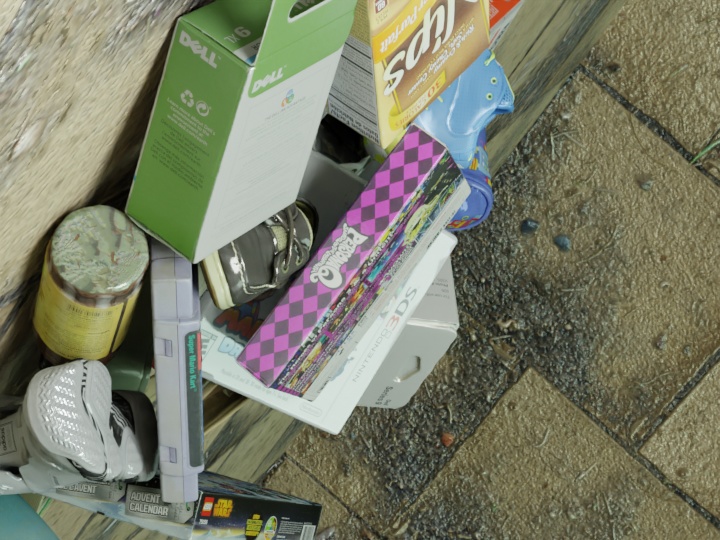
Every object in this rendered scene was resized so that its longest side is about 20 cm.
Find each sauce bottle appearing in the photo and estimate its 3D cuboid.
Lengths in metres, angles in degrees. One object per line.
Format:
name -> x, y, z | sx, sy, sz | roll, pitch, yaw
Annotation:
sauce bottle -> -0.179, 0.027, 1.307 | 0.065, 0.065, 0.200 | -47, 174, -29

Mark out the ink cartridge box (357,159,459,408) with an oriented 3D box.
ink cartridge box -> 0.012, -0.005, 1.714 | 0.146, 0.087, 0.201 | 122, -33, -53

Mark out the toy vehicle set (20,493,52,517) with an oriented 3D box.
toy vehicle set -> -0.207, 0.100, 1.557 | 0.201, 0.026, 0.124 | -59, 180, -31

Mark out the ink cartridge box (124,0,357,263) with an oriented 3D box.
ink cartridge box -> -0.065, -0.112, 1.195 | 0.104, 0.059, 0.201 | -34, 152, -46

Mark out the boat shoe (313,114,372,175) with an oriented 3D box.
boat shoe -> -0.013, -0.105, 1.574 | 0.069, 0.071, 0.200 | -39, -168, 31

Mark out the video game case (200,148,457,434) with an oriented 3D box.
video game case -> -0.034, 0.017, 1.513 | 0.200, 0.024, 0.183 | 28, 95, -48

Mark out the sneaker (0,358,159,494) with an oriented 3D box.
sneaker -> -0.207, 0.107, 1.319 | 0.114, 0.076, 0.200 | -8, 168, 9

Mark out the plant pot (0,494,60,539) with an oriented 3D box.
plant pot -> -0.271, 0.257, 1.440 | 0.200, 0.188, 0.200 | -50, 174, -7

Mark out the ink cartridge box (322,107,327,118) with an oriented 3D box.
ink cartridge box -> -0.045, -0.137, 1.411 | 0.198, 0.047, 0.200 | -47, 172, -17

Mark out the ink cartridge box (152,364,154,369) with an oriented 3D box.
ink cartridge box -> -0.094, -0.004, 1.660 | 0.147, 0.083, 0.200 | -45, 173, -36

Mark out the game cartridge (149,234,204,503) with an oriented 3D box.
game cartridge -> -0.120, 0.041, 1.330 | 0.130, 0.038, 0.201 | -103, -168, -47

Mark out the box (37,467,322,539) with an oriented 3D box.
box -> -0.130, 0.167, 1.492 | 0.200, 0.136, 0.040 | 21, 82, -65

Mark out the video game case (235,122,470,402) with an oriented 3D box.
video game case -> 0.000, 0.000, 1.425 | 0.201, 0.036, 0.181 | -53, 170, 0

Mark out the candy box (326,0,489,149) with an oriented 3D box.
candy box -> 0.027, -0.184, 1.288 | 0.115, 0.055, 0.201 | -44, 153, -23

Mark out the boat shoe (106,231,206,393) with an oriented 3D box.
boat shoe -> -0.161, 0.019, 1.431 | 0.071, 0.061, 0.202 | 16, 113, -35

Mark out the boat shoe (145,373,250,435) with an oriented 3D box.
boat shoe -> -0.103, 0.090, 1.597 | 0.199, 0.063, 0.073 | -35, 151, 22

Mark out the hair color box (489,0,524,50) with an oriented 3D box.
hair color box -> 0.058, -0.184, 1.804 | 0.200, 0.061, 0.102 | -44, 172, -38

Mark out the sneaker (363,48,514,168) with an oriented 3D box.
sneaker -> 0.072, -0.167, 1.537 | 0.076, 0.104, 0.202 | 146, -41, -85

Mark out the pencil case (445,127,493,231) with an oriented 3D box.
pencil case -> 0.055, -0.129, 1.612 | 0.078, 0.086, 0.201 | 111, -22, -56

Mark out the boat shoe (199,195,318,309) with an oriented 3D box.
boat shoe -> -0.064, -0.024, 1.331 | 0.065, 0.072, 0.201 | -13, -173, 7
